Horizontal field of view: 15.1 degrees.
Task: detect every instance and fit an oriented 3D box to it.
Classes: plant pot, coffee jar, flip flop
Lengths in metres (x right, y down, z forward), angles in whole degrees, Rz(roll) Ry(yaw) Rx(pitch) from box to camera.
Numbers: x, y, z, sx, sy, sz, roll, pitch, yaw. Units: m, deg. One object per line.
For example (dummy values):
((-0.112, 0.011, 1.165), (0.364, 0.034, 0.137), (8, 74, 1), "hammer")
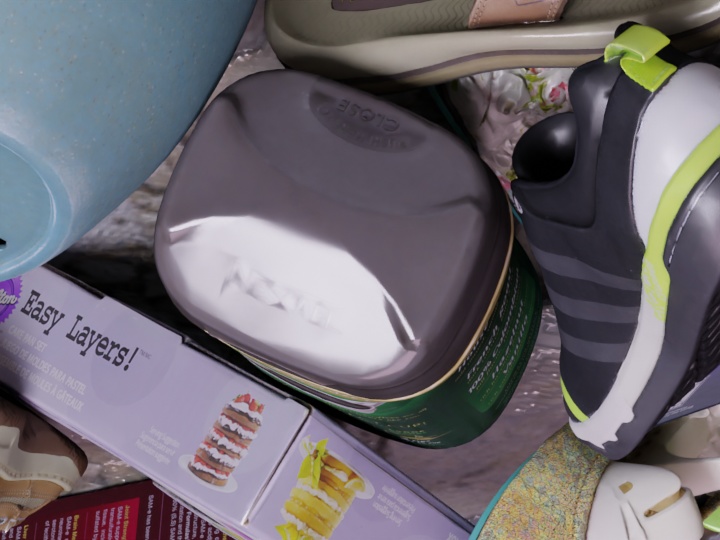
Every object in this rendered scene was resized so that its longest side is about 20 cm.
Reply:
((-0.122, -0.075, 0.777), (0.199, 0.135, 0.201), (2, 148, 1), "plant pot")
((0.000, 0.000, 0.864), (0.104, 0.086, 0.200), (23, 175, 10), "coffee jar")
((0.057, -0.102, 0.792), (0.199, 0.081, 0.058), (-9, 132, 26), "flip flop")

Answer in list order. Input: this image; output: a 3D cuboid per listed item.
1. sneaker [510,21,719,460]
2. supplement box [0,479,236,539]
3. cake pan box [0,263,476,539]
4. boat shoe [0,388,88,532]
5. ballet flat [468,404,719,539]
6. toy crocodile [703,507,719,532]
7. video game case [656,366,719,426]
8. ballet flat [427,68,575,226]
((0.084, -0.014, 0.810), (0.083, 0.072, 0.200), (44, 157, 14), "sneaker")
((-0.090, 0.149, 1.152), (0.199, 0.109, 0.061), (-13, 145, 23), "supplement box")
((-0.038, 0.074, 0.998), (0.200, 0.052, 0.184), (26, 168, 44), "cake pan box")
((-0.157, 0.075, 1.013), (0.071, 0.076, 0.200), (31, 175, 12), "boat shoe")
((0.102, 0.078, 0.970), (0.070, 0.200, 0.071), (14, 120, 26), "ballet flat")
((0.212, 0.058, 1.043), (0.199, 0.062, 0.067), (-26, 178, 33), "toy crocodile")
((0.178, -0.014, 0.905), (0.142, 0.019, 0.200), (-16, 158, -30), "video game case")
((0.082, -0.029, 0.900), (0.064, 0.076, 0.200), (-22, 145, 13), "ballet flat")
